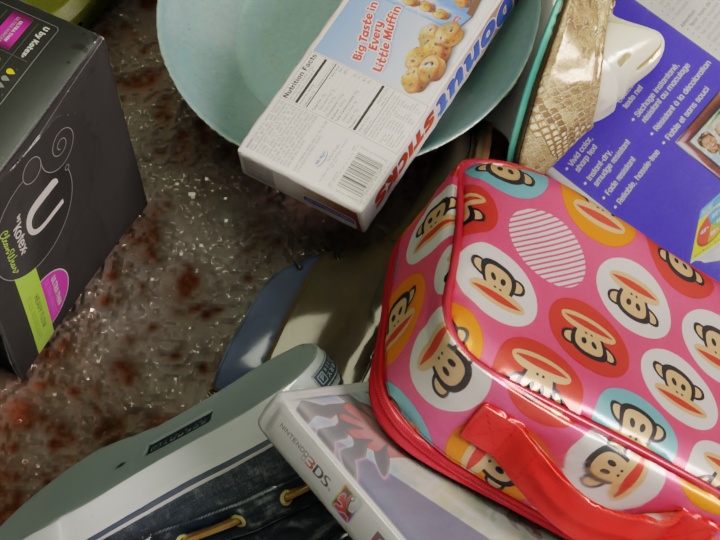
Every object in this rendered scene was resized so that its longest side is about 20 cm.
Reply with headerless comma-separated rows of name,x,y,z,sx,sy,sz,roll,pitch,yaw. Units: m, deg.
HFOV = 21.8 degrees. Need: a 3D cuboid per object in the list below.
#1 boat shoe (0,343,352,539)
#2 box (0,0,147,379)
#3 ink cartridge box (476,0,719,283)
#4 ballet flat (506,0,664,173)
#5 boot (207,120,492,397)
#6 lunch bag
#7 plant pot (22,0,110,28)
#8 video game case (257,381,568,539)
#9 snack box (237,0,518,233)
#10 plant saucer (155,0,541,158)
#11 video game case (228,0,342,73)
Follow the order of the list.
boat shoe,-0.078,0.119,0.862,0.199,0.091,0.071,-28,15,17
box,-0.228,-0.066,0.934,0.198,0.149,0.125,24,63,16
ink cartridge box,0.178,-0.108,0.953,0.200,0.043,0.199,41,95,20
ballet flat,0.124,-0.136,0.923,0.065,0.071,0.202,13,88,8
boot,0.000,0.000,0.926,0.096,0.075,0.201,17,64,10
lunch bag,0.102,0.054,0.819,0.199,0.082,0.177,30,34,-14
plant pot,-0.223,-0.212,1.009,0.193,0.201,0.200,41,69,10
video game case,0.073,0.113,0.808,0.182,0.199,0.023,47,117,25
snack box,0.022,-0.114,0.923,0.071,0.024,0.201,26,67,18
plant saucer,-0.006,-0.129,0.970,0.199,0.039,0.203,-2,61,3
video game case,0.001,-0.181,1.045,0.181,0.046,0.200,-37,65,-16
